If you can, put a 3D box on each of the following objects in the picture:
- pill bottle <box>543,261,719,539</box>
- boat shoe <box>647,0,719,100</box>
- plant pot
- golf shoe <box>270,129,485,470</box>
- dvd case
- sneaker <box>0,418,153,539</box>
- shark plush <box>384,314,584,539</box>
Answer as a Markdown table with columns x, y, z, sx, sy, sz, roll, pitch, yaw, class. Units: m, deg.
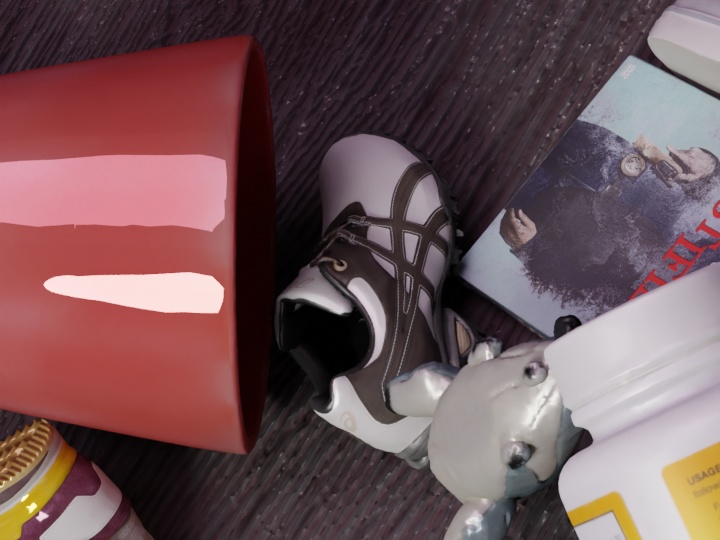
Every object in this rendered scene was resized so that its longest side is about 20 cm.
| x | y | z | sx | sy | sz | roll | pitch | yaw | class |
| --- | --- | --- | --- | --- | --- | --- | --- | --- | --- |
| 0.139 | 0.101 | 0.660 | 0.109 | 0.109 | 0.200 | -27 | 82 | 16 | pill bottle |
| 0.224 | -0.097 | 0.890 | 0.200 | 0.072 | 0.069 | 27 | 80 | 50 | boat shoe |
| -0.136 | -0.014 | 0.938 | 0.177 | 0.201 | 0.201 | 1 | 59 | 4 | plant pot |
| 0.000 | 0.000 | 0.938 | 0.078 | 0.094 | 0.200 | -51 | 40 | 33 | golf shoe |
| 0.154 | -0.007 | 0.903 | 0.146 | 0.022 | 0.200 | -50 | 49 | -4 | dvd case |
| -0.187 | 0.150 | 0.988 | 0.200 | 0.090 | 0.075 | -31 | 20 | 46 | sneaker |
| 0.079 | 0.045 | 0.806 | 0.083 | 0.200 | 0.091 | -9 | 57 | -26 | shark plush |
